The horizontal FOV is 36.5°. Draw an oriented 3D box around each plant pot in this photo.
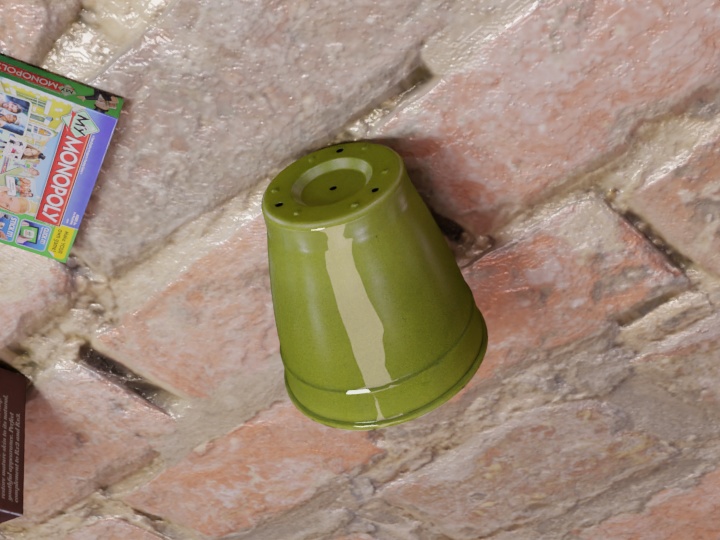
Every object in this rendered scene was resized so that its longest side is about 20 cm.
[{"bbox_3d":[0.000,0.000,0.972,0.197,0.202,0.195,-9,125,12],"label":"plant pot"}]

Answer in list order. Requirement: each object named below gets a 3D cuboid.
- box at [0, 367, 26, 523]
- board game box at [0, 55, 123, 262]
[{"bbox_3d":[-0.490,0.197,1.179,0.198,0.168,0.164,-21,149,23],"label":"box"},{"bbox_3d":[-0.303,-0.097,0.979,0.133,0.029,0.201,18,135,-16],"label":"board game box"}]
